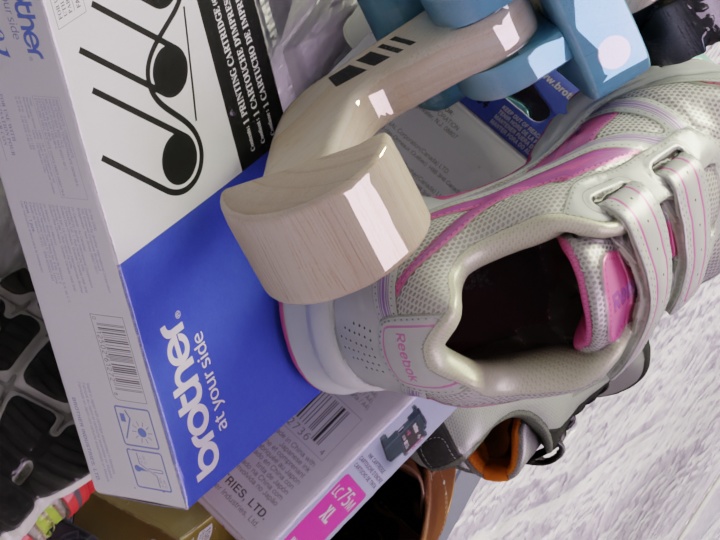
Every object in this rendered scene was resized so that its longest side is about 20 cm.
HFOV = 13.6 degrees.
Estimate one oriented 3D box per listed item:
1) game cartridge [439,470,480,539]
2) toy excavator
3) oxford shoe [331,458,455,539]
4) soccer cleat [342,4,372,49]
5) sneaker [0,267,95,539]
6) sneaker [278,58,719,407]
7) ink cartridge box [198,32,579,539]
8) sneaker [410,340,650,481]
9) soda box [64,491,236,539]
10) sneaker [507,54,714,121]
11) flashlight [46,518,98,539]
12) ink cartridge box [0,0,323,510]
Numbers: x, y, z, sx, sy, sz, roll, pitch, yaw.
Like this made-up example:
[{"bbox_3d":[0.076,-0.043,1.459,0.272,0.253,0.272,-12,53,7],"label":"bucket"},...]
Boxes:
[{"bbox_3d":[-0.005,0.103,1.344,0.134,0.041,0.200,-64,157,-6],"label":"game cartridge"},{"bbox_3d":[0.030,-0.080,0.999,0.199,0.195,0.100,-32,120,-4],"label":"toy excavator"},{"bbox_3d":[0.011,0.081,1.183,0.071,0.071,0.200,-55,-166,42],"label":"oxford shoe"},{"bbox_3d":[0.044,-0.099,1.209,0.077,0.069,0.200,-36,165,9],"label":"soccer cleat"},{"bbox_3d":[-0.131,0.074,1.028,0.200,0.077,0.085,-48,173,-29],"label":"sneaker"},{"bbox_3d":[0.077,-0.004,0.995,0.199,0.088,0.082,-28,116,-18],"label":"sneaker"},{"bbox_3d":[0.000,0.000,1.079,0.200,0.119,0.042,-47,151,-3],"label":"ink cartridge box"},{"bbox_3d":[0.058,0.045,1.181,0.074,0.080,0.200,-23,167,27],"label":"sneaker"},{"bbox_3d":[-0.091,0.156,1.183,0.068,0.064,0.201,-35,145,-50],"label":"soda box"},{"bbox_3d":[0.056,-0.033,1.201,0.140,0.199,0.078,31,42,-75],"label":"sneaker"},{"bbox_3d":[-0.056,0.144,1.068,0.068,0.199,0.068,-43,150,-39],"label":"flashlight"},{"bbox_3d":[-0.067,-0.034,0.965,0.094,0.044,0.201,-40,126,-42],"label":"ink cartridge box"}]
